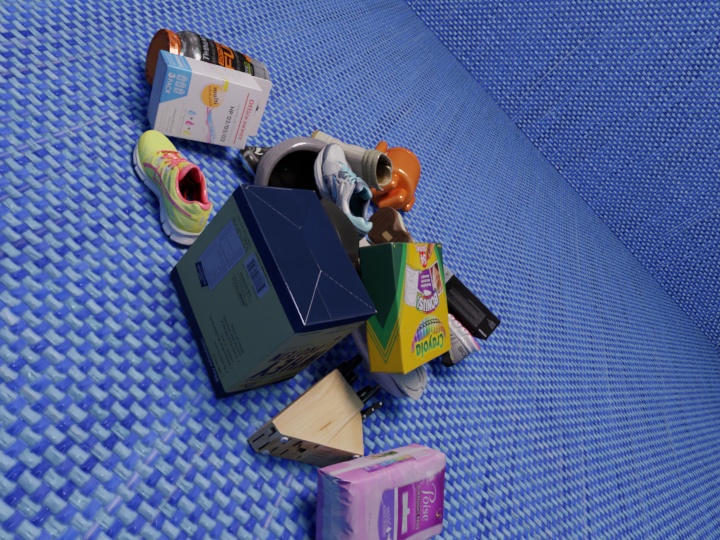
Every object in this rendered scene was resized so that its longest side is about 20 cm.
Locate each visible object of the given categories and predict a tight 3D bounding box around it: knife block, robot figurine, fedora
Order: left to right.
[{"bbox_3d":[-0.113,-0.159,0.973,0.199,0.178,0.090,21,13,-40],"label":"fedora"},{"bbox_3d":[-0.056,0.184,0.766,0.199,0.064,0.176,25,40,-31],"label":"knife block"},{"bbox_3d":[0.080,-0.220,1.256,0.143,0.117,0.200,26,37,-2],"label":"robot figurine"}]

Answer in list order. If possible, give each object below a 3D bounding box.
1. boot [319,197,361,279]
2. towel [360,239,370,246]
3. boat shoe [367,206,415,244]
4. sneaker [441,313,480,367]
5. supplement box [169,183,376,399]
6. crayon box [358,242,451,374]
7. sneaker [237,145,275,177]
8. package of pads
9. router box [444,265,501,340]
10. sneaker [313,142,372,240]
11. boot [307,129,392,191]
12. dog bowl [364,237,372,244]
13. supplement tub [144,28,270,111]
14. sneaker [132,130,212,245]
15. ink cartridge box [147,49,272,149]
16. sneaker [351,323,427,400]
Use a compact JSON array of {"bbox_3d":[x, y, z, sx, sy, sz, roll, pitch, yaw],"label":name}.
[{"bbox_3d":[-0.077,0.010,0.805,0.069,0.173,0.201,8,59,-62],"label":"boot"},{"bbox_3d":[0.000,0.000,0.902,0.200,0.034,0.133,46,33,-5],"label":"towel"},{"bbox_3d":[0.064,-0.050,0.991,0.075,0.074,0.203,51,11,-29],"label":"boat shoe"},{"bbox_3d":[0.136,0.111,1.045,0.200,0.087,0.074,45,-4,29],"label":"sneaker"},{"bbox_3d":[-0.124,0.028,0.713,0.134,0.200,0.201,-4,61,-50],"label":"supplement box"},{"bbox_3d":[0.073,0.048,0.793,0.200,0.058,0.174,-5,89,-62],"label":"crayon box"},{"bbox_3d":[-0.153,-0.222,1.022,0.199,0.083,0.071,-14,69,-51],"label":"sneaker"},{"bbox_3d":[0.029,0.309,0.702,0.199,0.075,0.122,6,87,-45],"label":"package of pads"},{"bbox_3d":[0.171,0.049,1.084,0.200,0.052,0.157,44,-8,-8],"label":"router box"},{"bbox_3d":[-0.018,-0.131,0.877,0.077,0.086,0.201,13,58,-43],"label":"sneaker"},{"bbox_3d":[-0.011,-0.194,1.056,0.154,0.073,0.200,19,-13,16],"label":"boot"},{"bbox_3d":[-0.034,0.013,0.945,0.199,0.074,0.201,30,38,-27],"label":"dog bowl"},{"bbox_3d":[-0.276,-0.353,0.971,0.199,0.122,0.123,6,54,-46],"label":"supplement tub"},{"bbox_3d":[-0.273,-0.142,0.803,0.078,0.090,0.201,-11,65,-50],"label":"sneaker"},{"bbox_3d":[-0.245,-0.281,0.906,0.199,0.116,0.068,3,37,-35],"label":"ink cartridge box"},{"bbox_3d":[0.026,0.132,0.855,0.076,0.080,0.201,-47,116,-34],"label":"sneaker"}]
